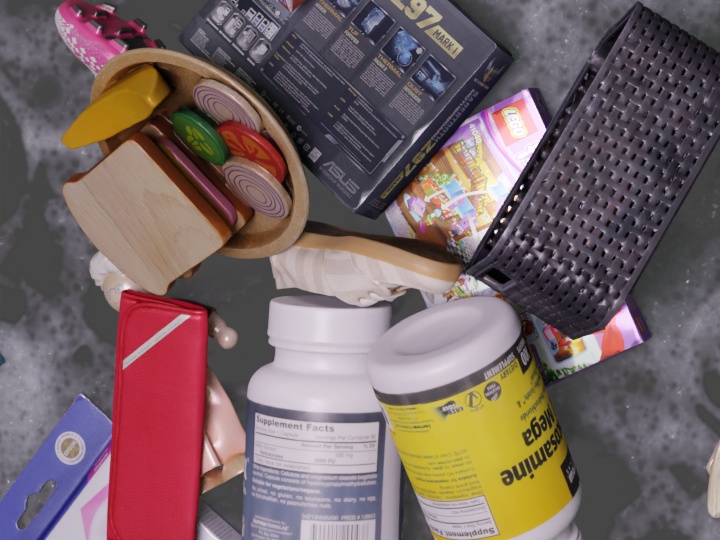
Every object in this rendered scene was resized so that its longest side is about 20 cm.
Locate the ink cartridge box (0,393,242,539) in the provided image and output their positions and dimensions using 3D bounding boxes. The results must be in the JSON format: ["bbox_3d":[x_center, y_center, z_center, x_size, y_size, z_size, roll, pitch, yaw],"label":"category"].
[{"bbox_3d":[-0.207,0.235,1.602,0.200,0.043,0.197,40,104,8],"label":"ink cartridge box"}]

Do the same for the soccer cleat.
[{"bbox_3d":[-0.161,-0.123,1.543,0.200,0.070,0.087,36,114,14],"label":"soccer cleat"}]

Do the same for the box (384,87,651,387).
[{"bbox_3d":[0.107,-0.013,1.489,0.136,0.039,0.201,-25,87,18],"label":"box"}]

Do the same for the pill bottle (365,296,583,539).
[{"bbox_3d":[0.088,0.129,1.434,0.112,0.113,0.201,-17,109,17],"label":"pill bottle"}]

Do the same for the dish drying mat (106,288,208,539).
[{"bbox_3d":[-0.152,0.118,1.528,0.076,0.018,0.201,11,106,20],"label":"dish drying mat"}]

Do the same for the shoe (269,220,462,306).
[{"bbox_3d":[0.000,0.000,1.476,0.199,0.070,0.054,13,98,51],"label":"shoe"}]

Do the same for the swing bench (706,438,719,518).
[{"bbox_3d":[0.340,0.107,1.349,0.199,0.199,0.131,14,98,14],"label":"swing bench"}]

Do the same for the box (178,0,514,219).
[{"bbox_3d":[-0.012,-0.161,1.484,0.200,0.051,0.158,44,100,18],"label":"box"}]

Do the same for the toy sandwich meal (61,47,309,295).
[{"bbox_3d":[-0.130,-0.068,1.465,0.204,0.070,0.206,22,140,20],"label":"toy sandwich meal"}]

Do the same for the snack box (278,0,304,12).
[{"bbox_3d":[-0.001,-0.274,1.461,0.200,0.024,0.072,-42,72,-9],"label":"snack box"}]

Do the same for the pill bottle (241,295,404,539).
[{"bbox_3d":[-0.025,0.123,1.498,0.119,0.120,0.202,4,95,16],"label":"pill bottle"}]

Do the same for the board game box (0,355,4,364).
[{"bbox_3d":[-0.400,0.039,1.638,0.151,0.047,0.200,-38,84,16],"label":"board game box"}]

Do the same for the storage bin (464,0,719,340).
[{"bbox_3d":[0.165,-0.064,1.386,0.093,0.135,0.201,32,82,-1],"label":"storage bin"}]

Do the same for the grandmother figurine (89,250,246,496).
[{"bbox_3d":[-0.142,0.067,1.558,0.121,0.061,0.201,-31,86,22],"label":"grandmother figurine"}]
